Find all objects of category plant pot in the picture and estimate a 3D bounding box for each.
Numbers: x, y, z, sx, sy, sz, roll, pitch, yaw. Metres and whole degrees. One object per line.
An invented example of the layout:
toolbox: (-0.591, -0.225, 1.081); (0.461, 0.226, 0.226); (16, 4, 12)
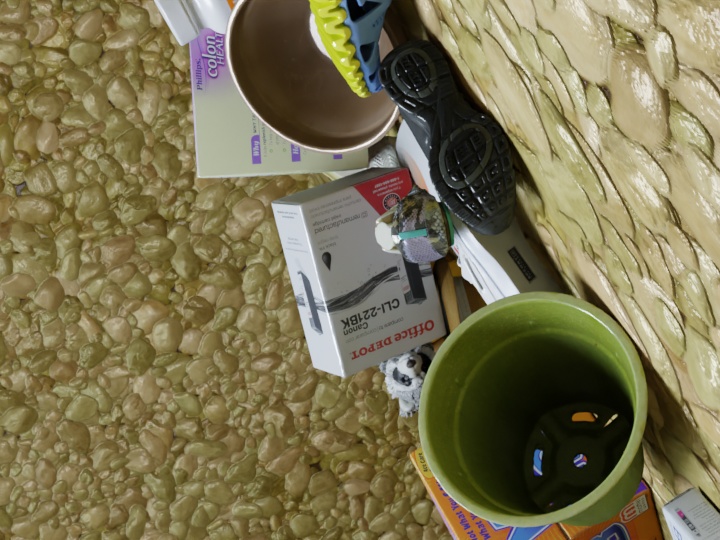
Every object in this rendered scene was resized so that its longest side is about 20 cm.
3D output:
plant pot: (0.178, 0.147, 1.012); (0.201, 0.199, 0.190); (57, -171, 34)
plant pot: (-0.032, -0.229, 1.153); (0.203, 0.198, 0.093); (62, -144, -27)

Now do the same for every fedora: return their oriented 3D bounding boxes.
fedora: (0.141, 0.072, 1.335); (0.201, 0.080, 0.204); (167, 90, -90)

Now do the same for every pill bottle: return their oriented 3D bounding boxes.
pill bottle: (-0.125, -0.323, 1.187); (0.114, 0.198, 0.113); (59, 176, 6)

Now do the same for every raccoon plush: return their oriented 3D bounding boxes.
raccoon plush: (0.076, 0.112, 1.427); (0.135, 0.096, 0.199); (62, -162, 14)

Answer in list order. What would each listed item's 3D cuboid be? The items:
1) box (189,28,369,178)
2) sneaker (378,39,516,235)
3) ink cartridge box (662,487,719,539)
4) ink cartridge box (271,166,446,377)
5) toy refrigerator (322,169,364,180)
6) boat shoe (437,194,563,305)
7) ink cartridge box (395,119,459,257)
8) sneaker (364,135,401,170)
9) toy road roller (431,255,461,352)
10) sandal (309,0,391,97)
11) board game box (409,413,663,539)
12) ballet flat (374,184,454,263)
box: (-0.095, -0.200, 1.297); (0.097, 0.196, 0.179); (-151, 57, -82)
sneaker: (0.088, -0.114, 1.009); (0.202, 0.075, 0.091); (67, -171, 26)
ink cartridge box: (0.341, 0.313, 0.945); (0.198, 0.043, 0.201); (64, 177, -35)
ink cartridge box: (0.000, 0.000, 1.268); (0.083, 0.143, 0.203); (12, 119, 61)
toy refrigerator: (-0.015, -0.143, 1.431); (0.198, 0.071, 0.076); (33, 180, -9)
boat shoe: (0.121, -0.011, 1.067); (0.065, 0.073, 0.202); (-39, 77, 49)
ink cartridge box: (0.085, -0.104, 1.190); (0.163, 0.050, 0.201); (58, 178, 33)
sneaker: (0.061, -0.064, 1.365); (0.084, 0.074, 0.204); (-15, -80, -56)
toy road roller: (0.111, 0.062, 1.576); (0.202, 0.122, 0.146); (61, 165, -2)
sandal: (-0.001, -0.237, 1.004); (0.080, 0.086, 0.201); (57, 173, 33)
board game box: (0.207, 0.281, 1.285); (0.201, 0.198, 0.201); (56, 175, 46)
ballet flat: (0.046, -0.042, 1.053); (0.073, 0.071, 0.200); (60, -178, -3)
